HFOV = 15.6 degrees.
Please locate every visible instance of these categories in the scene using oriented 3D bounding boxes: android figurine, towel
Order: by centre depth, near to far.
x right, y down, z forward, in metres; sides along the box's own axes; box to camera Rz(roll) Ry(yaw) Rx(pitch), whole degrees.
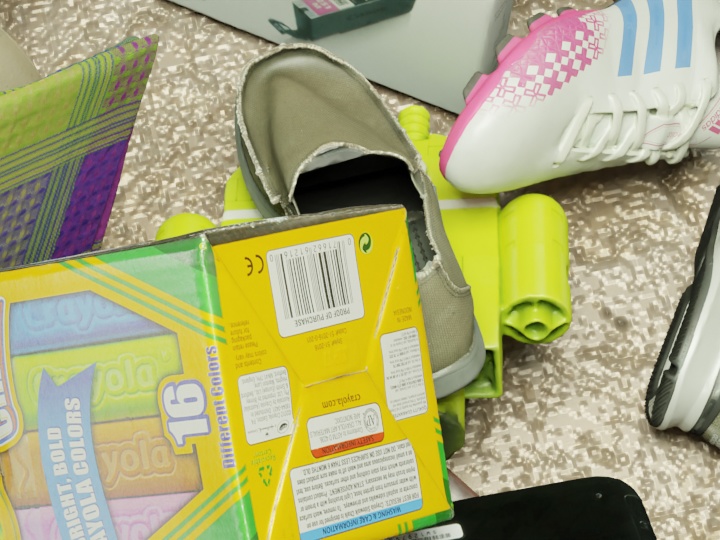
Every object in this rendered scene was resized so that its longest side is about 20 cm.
[{"bbox_3d":[-0.154,0.000,1.056,0.023,0.201,0.143,37,38,21],"label":"towel"},{"bbox_3d":[0.000,0.000,1.129,0.181,0.041,0.201,-2,44,6],"label":"android figurine"}]

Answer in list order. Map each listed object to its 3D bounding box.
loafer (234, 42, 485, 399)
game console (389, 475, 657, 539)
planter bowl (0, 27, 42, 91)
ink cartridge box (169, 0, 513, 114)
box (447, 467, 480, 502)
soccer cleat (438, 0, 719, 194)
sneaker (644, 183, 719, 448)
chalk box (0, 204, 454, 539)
[{"bbox_3d":[0.000,-0.035,1.085,0.075,0.070,0.200,-19,47,-12],"label":"loafer"},{"bbox_3d":[0.032,0.190,1.020,0.199,0.117,0.176,-10,38,-6],"label":"game console"},{"bbox_3d":[-0.240,-0.033,1.082,0.199,0.200,0.135,15,62,6],"label":"planter bowl"},{"bbox_3d":[-0.025,-0.166,1.160,0.199,0.174,0.044,22,59,9],"label":"ink cartridge box"},{"bbox_3d":[-0.014,0.174,1.074,0.100,0.075,0.200,40,71,15],"label":"box"},{"bbox_3d":[0.114,-0.075,1.144,0.086,0.070,0.200,37,41,17],"label":"soccer cleat"},{"bbox_3d":[0.210,-0.003,1.160,0.115,0.076,0.201,23,76,-1],"label":"sneaker"},{"bbox_3d":[-0.085,0.052,1.008,0.199,0.124,0.124,-9,91,39],"label":"chalk box"}]
